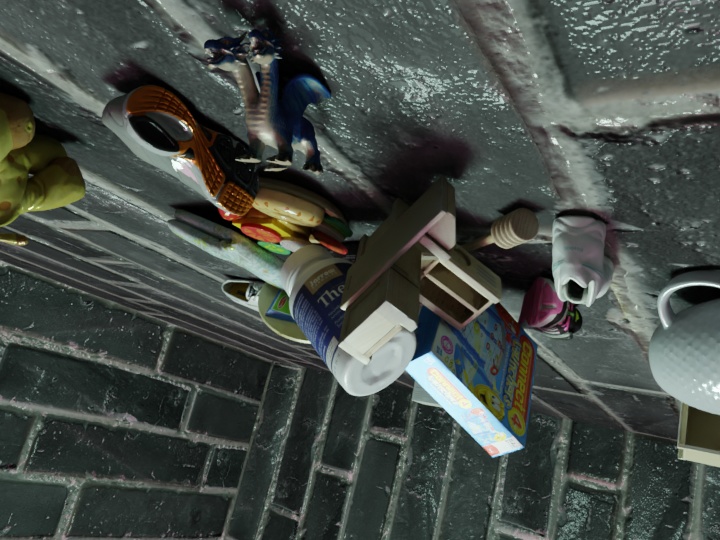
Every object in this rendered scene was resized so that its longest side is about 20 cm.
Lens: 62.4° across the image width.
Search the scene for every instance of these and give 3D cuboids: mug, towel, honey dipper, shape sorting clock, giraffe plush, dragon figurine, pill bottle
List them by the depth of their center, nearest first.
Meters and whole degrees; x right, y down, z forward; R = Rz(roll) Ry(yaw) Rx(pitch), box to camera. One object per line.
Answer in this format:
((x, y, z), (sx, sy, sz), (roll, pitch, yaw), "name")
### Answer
((-0.063, -0.139, 0.518), (0.058, 0.101, 0.200), (6, -177, 22), "dragon figurine")
((-0.449, -0.147, 0.718), (0.170, 0.202, 0.163), (17, 136, 1), "giraffe plush")
((0.443, 0.085, 0.720), (0.201, 0.148, 0.175), (54, 150, -13), "mug")
((0.153, -0.034, 0.741), (0.037, 0.039, 0.200), (17, 166, -12), "honey dipper")
((-0.025, 0.055, 0.773), (0.111, 0.111, 0.200), (33, -169, -50), "pill bottle")
((-0.208, -0.032, 0.988), (0.198, 0.049, 0.171), (21, 173, 40), "towel")
((-0.078, 0.056, 1.029), (0.197, 0.201, 0.040), (14, 128, 3), "shape sorting clock")

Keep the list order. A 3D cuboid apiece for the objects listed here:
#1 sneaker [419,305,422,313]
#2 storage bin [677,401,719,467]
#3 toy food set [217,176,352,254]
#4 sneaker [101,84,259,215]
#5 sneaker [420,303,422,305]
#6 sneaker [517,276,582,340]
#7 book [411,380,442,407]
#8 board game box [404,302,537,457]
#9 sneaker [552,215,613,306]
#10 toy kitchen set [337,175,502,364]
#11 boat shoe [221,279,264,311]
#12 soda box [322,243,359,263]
((0.038, 0.067, 0.934), (0.087, 0.077, 0.200), (-5, -169, -16), "sneaker")
((0.547, 0.173, 0.803), (0.197, 0.201, 0.094), (5, 155, 30), "storage bin")
((-0.104, -0.070, 0.830), (0.198, 0.049, 0.197), (3, 161, 36), "toy food set")
((-0.197, -0.133, 0.670), (0.091, 0.077, 0.200), (12, 159, 38), "sneaker")
((0.081, 0.056, 1.025), (0.078, 0.097, 0.198), (25, 164, -40), "sneaker")
((0.292, 0.061, 0.885), (0.086, 0.075, 0.200), (12, 170, 9), "sneaker")
((0.159, 0.126, 0.992), (0.048, 0.203, 0.133), (24, 163, -32), "book")
((0.164, 0.119, 0.845), (0.196, 0.201, 0.056), (45, 130, -16), "board game box")
((0.258, 0.007, 0.707), (0.069, 0.081, 0.200), (4, 163, 28), "sneaker")
((0.100, 0.014, 0.657), (0.179, 0.201, 0.163), (35, 123, -16), "toy kitchen set")
((-0.240, 0.058, 1.393), (0.198, 0.072, 0.070), (15, 170, 26), "boat shoe")
((0.000, 0.000, 0.939), (0.198, 0.072, 0.063), (-1, 162, 46), "soda box")
